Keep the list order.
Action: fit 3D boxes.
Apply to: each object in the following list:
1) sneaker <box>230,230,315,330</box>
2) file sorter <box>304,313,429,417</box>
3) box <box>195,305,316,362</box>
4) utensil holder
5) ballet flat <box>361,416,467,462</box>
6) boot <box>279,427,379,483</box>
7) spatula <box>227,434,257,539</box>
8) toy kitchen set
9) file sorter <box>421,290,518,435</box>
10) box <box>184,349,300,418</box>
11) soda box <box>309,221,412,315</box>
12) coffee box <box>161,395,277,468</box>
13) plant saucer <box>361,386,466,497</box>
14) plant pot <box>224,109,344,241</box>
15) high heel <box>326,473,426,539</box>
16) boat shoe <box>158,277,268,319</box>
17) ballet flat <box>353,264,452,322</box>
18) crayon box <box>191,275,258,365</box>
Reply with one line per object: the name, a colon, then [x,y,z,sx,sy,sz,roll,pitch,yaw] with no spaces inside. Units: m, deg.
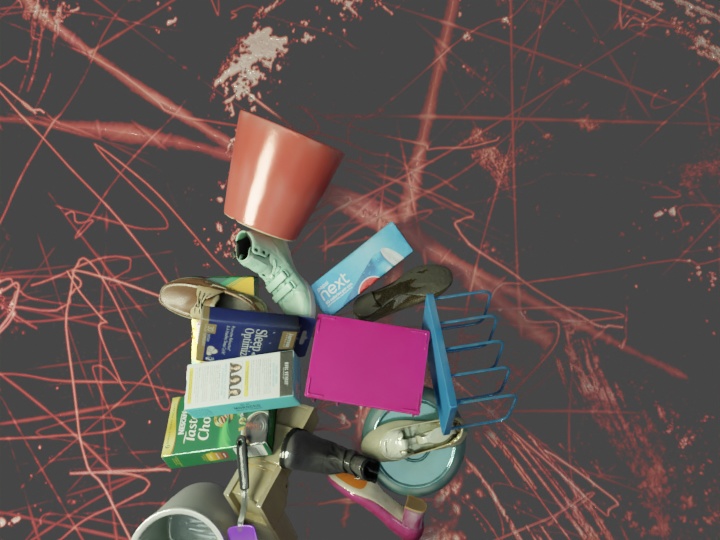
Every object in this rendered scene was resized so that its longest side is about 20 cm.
sneaker: [-0.158,0.017,1.321,0.074,0.117,0.203,-41,63,27]
file sorter: [0.014,0.175,1.326,0.194,0.126,0.143,8,73,4]
box: [-0.179,0.118,1.293,0.194,0.123,0.033,5,48,-14]
utensil holder: [-0.290,0.468,1.297,0.165,0.200,0.176,0,89,1]
ballet flat: [0.095,0.298,1.336,0.194,0.069,0.071,-14,88,1]
boot: [-0.046,0.320,1.286,0.129,0.199,0.072,10,83,26]
spatula: [-0.191,0.372,1.223,0.055,0.020,0.206,-12,70,21]
toy kitchen set: [-0.174,0.360,1.369,0.159,0.183,0.202,10,49,26]
file sorter: [0.183,0.154,1.296,0.119,0.140,0.205,-8,61,-4]
box: [-0.201,0.196,1.292,0.194,0.049,0.084,-8,60,9]
soda box: [0.000,0.000,1.373,0.198,0.064,0.068,-38,88,0]
coffee box: [-0.244,0.271,1.316,0.194,0.044,0.125,-9,47,12]
plant saucer: [0.098,0.315,1.381,0.194,0.027,0.207,0,88,2]
plant pot: [-0.148,-0.162,1.329,0.196,0.200,0.181,22,98,2]
high heel: [0.024,0.430,1.373,0.195,0.068,0.098,17,120,8]
boat shoe: [-0.258,0.056,1.313,0.194,0.072,0.078,9,88,1]
ballet flat: [0.078,0.047,1.384,0.196,0.047,0.068,-24,57,-5]
crayon box: [-0.246,0.113,1.376,0.115,0.058,0.207,-1,88,1]
